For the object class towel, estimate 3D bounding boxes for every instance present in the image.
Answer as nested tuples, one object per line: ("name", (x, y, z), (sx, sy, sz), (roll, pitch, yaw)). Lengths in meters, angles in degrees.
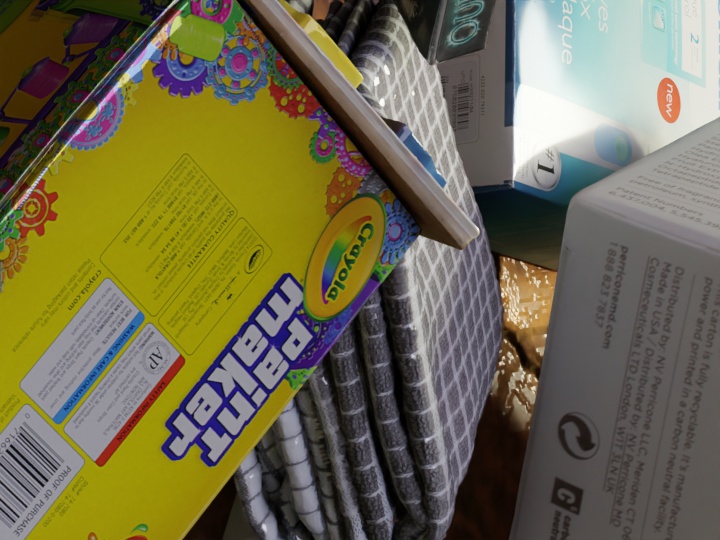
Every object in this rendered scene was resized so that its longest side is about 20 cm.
("towel", (0.000, 0.000, 1.155), (0.166, 0.086, 0.200), (-66, 149, -59))

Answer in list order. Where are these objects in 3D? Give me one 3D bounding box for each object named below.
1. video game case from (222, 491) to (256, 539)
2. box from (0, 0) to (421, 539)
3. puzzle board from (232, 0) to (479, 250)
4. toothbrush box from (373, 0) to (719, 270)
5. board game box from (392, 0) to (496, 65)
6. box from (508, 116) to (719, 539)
("video game case", (-0.025, 0.195, 1.197), (0.143, 0.018, 0.200), (43, 52, -39))
("box", (-0.127, 0.007, 0.907), (0.200, 0.193, 0.122), (-51, 127, -15))
("puzzle board", (-0.056, -0.079, 0.936), (0.017, 0.200, 0.151), (-48, 120, -12))
("toothbrush box", (0.093, -0.083, 1.350), (0.200, 0.085, 0.147), (18, 70, -51))
("board game box", (0.022, -0.186, 1.078), (0.028, 0.200, 0.135), (-18, 62, -18))
("box", (0.193, 0.063, 1.256), (0.171, 0.200, 0.199), (-26, 131, -52))
